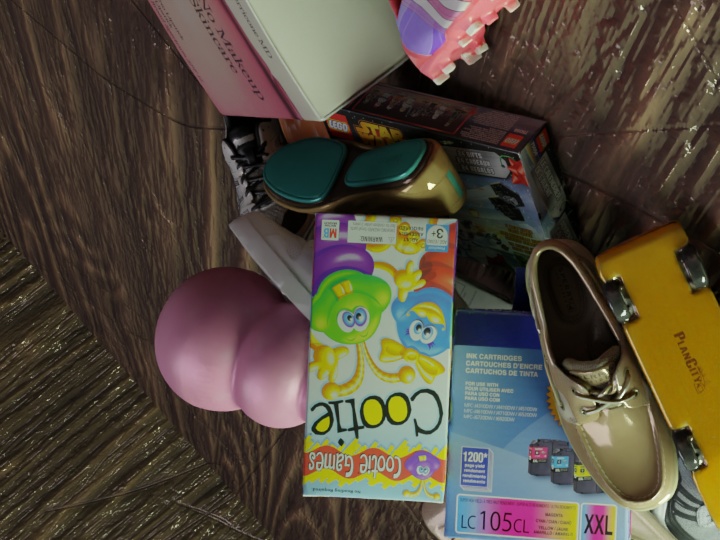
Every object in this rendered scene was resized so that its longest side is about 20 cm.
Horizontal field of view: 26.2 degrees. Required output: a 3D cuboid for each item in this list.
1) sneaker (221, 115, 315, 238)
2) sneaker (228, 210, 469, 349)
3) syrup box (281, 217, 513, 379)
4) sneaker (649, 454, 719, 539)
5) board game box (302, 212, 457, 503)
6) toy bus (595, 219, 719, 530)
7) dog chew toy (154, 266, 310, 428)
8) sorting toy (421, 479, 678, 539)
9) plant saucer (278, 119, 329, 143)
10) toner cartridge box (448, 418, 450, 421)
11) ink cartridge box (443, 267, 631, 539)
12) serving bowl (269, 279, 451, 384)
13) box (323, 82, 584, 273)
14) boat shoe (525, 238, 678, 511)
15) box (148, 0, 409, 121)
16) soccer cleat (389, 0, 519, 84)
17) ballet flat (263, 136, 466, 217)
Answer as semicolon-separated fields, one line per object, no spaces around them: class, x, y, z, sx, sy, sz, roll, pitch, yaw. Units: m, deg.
sneaker;-0.097;-0.089;1.431;0.088;0.076;0.200;56;-171;-39
sneaker;0.000;0.000;1.221;0.200;0.116;0.074;44;179;1
syrup box;0.039;0.025;1.295;0.200;0.082;0.079;26;-177;1
sneaker;0.272;0.164;1.150;0.114;0.075;0.200;37;156;44
board game box;0.015;0.062;1.132;0.103;0.105;0.201;24;-112;-88
toy bus;0.224;0.067;1.025;0.200;0.065;0.078;65;-168;-1
dog chew toy;-0.073;0.076;1.298;0.200;0.125;0.125;22;152;22
sorting toy;0.157;0.226;1.236;0.200;0.036;0.185;48;132;5
plant saucer;0.003;-0.091;1.361;0.200;0.037;0.200;45;162;19
toner cartridge box;0.136;0.147;1.361;0.095;0.043;0.200;40;-173;12
ink cartridge box;0.135;0.099;1.146;0.136;0.201;0.076;2;178;10
serving bowl;0.013;0.037;1.422;0.200;0.200;0.066;42;120;25
box;0.068;-0.070;1.178;0.200;0.040;0.137;19;146;39
boat shoe;0.162;0.073;1.068;0.065;0.072;0.200;3;-113;-76
box;-0.063;-0.196;1.188;0.128;0.109;0.200;58;162;-20
soccer cleat;0.061;-0.183;0.993;0.077;0.067;0.200;54;166;4
ballet flat;0.001;-0.061;1.169;0.063;0.069;0.200;41;159;-33
